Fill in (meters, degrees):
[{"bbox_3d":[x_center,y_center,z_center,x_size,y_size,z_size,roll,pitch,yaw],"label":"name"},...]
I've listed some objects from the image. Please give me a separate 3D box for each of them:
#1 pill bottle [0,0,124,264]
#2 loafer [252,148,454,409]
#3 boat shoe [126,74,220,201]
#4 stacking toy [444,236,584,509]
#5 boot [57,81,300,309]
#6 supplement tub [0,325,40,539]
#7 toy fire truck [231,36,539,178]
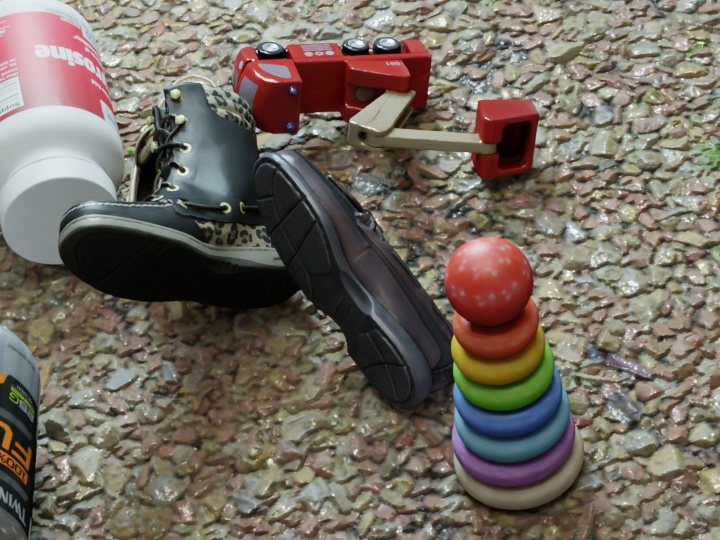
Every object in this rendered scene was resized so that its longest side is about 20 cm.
[{"bbox_3d":[-0.236,-0.103,1.855,0.112,0.112,0.200,-16,46,-2],"label":"pill bottle"},{"bbox_3d":[0.000,0.000,1.702,0.063,0.072,0.200,-26,77,-34],"label":"loafer"},{"bbox_3d":[-0.132,-0.080,1.842,0.071,0.065,0.200,-4,47,10],"label":"boat shoe"},{"bbox_3d":[0.087,0.059,1.565,0.085,0.200,0.085,-7,46,7],"label":"stacking toy"},{"bbox_3d":[-0.135,-0.058,1.732,0.073,0.203,0.154,-38,55,36],"label":"boot"},{"bbox_3d":[-0.273,0.137,1.629,0.122,0.123,0.200,-8,48,5],"label":"supplement tub"},{"bbox_3d":[0.016,-0.118,1.825,0.200,0.049,0.141,-4,32,-15],"label":"toy fire truck"}]
